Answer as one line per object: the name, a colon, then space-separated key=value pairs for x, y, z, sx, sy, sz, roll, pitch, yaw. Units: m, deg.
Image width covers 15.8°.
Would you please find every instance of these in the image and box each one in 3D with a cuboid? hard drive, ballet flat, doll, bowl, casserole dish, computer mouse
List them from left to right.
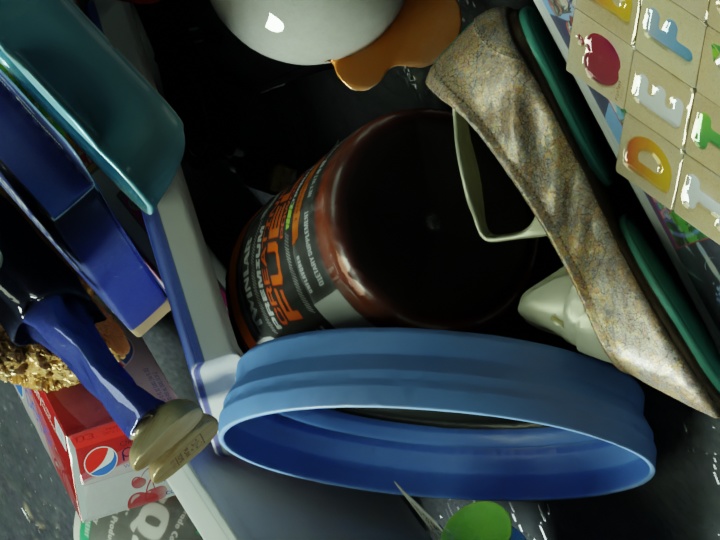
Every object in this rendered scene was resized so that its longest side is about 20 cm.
doll: x=-0.151 y=0.014 z=1.240 sx=0.200 sy=0.048 sz=0.136 roll=47 pitch=177 yaw=15
casserole dish: x=-0.123 y=-0.081 z=1.156 sx=0.121 sy=0.039 sz=0.200 roll=47 pitch=175 yaw=-3
hard drive: x=-0.094 y=-0.021 z=1.300 sx=0.132 sy=0.025 sz=0.201 roll=83 pitch=169 yaw=-67
computer mouse: x=-0.057 y=-0.096 z=1.291 sx=0.199 sy=0.046 sz=0.141 roll=7 pitch=121 yaw=53
hard drive: x=-0.012 y=0.145 z=1.295 sx=0.200 sy=0.131 sz=0.027 roll=49 pitch=121 yaw=54
bowl: x=0.036 y=0.067 z=1.183 sx=0.200 sy=0.200 sz=0.040 roll=-21 pitch=60 yaw=59
ballet flat: x=0.090 y=-0.016 z=1.123 sx=0.067 sy=0.068 sz=0.201 roll=-29 pitch=83 yaw=15

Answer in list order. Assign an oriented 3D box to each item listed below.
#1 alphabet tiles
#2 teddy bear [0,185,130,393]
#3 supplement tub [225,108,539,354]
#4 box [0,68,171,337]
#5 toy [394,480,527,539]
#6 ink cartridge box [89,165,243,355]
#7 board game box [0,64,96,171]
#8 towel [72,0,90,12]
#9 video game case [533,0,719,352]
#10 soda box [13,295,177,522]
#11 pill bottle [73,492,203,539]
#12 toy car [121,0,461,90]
alphabet tiles: x=0.157 y=-0.067 z=1.005 sx=0.200 sy=0.006 sz=0.167 roll=39 pitch=144 yaw=30
teddy bear: x=-0.203 y=-0.013 z=1.434 sx=0.067 sy=0.145 sz=0.200 roll=-42 pitch=77 yaw=24
supplement tub: x=0.000 y=0.000 z=1.226 sx=0.107 sy=0.107 sz=0.200 roll=58 pitch=155 yaw=1
box: x=-0.162 y=-0.049 z=1.304 sx=0.121 sy=0.032 sz=0.200 roll=47 pitch=171 yaw=22
toy: x=0.100 y=0.168 z=1.263 sx=0.115 sy=0.047 sz=0.200 roll=39 pitch=174 yaw=43
ink cartridge box: x=-0.075 y=0.028 z=1.410 sx=0.200 sy=0.037 sz=0.095 roll=48 pitch=168 yaw=15
board game box: x=-0.198 y=-0.116 z=1.496 sx=0.095 sy=0.030 sz=0.201 roll=9 pitch=121 yaw=53
towel: x=-0.159 y=-0.186 z=1.301 sx=0.150 sy=0.030 sz=0.201 roll=-98 pitch=3 yaw=-53
video game case: x=0.166 y=-0.056 z=1.032 sx=0.182 sy=0.023 sz=0.201 roll=-20 pitch=100 yaw=58
soda box: x=-0.159 y=0.057 z=1.487 sx=0.200 sy=0.070 sz=0.064 roll=-127 pitch=25 yaw=-52
pill bottle: x=-0.063 y=0.164 z=1.458 sx=0.199 sy=0.113 sz=0.114 roll=17 pitch=130 yaw=47
toy car: x=-0.035 y=-0.168 z=1.138 sx=0.199 sy=0.178 sz=0.184 roll=32 pitch=165 yaw=-11
